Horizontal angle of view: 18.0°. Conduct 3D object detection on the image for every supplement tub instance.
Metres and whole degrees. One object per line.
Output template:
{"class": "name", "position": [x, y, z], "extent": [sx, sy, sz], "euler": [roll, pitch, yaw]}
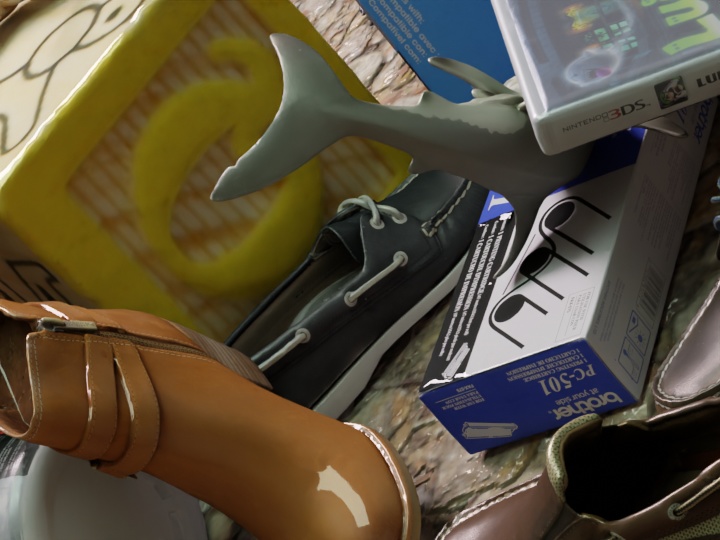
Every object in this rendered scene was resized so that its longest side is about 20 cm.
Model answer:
{"class": "supplement tub", "position": [-0.180, 0.147, 1.102], "extent": [0.199, 0.123, 0.123], "euler": [-22, 32, 40]}

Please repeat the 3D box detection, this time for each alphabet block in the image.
{"class": "alphabet block", "position": [-0.116, -0.045, 1.223], "extent": [0.196, 0.196, 0.200], "euler": [-54, 26, -18]}

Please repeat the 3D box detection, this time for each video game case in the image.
{"class": "video game case", "position": [0.143, -0.134, 0.955], "extent": [0.181, 0.023, 0.200], "euler": [-20, 33, 6]}

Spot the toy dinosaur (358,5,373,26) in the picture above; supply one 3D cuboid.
{"class": "toy dinosaur", "position": [0.036, -0.204, 1.429], "extent": [0.088, 0.048, 0.200], "euler": [-22, 27, 19]}

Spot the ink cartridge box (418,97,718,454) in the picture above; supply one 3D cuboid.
{"class": "ink cartridge box", "position": [0.097, -0.013, 1.030], "extent": [0.094, 0.044, 0.200], "euler": [-21, 32, 37]}

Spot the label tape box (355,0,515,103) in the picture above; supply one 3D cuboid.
{"class": "label tape box", "position": [0.028, -0.149, 1.153], "extent": [0.063, 0.144, 0.200], "euler": [-39, 2, 6]}

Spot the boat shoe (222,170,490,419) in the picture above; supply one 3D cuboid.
{"class": "boat shoe", "position": [0.000, 0.000, 1.136], "extent": [0.200, 0.060, 0.074], "euler": [-49, 25, -11]}

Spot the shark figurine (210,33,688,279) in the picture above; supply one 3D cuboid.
{"class": "shark figurine", "position": [0.049, -0.041, 0.974], "extent": [0.128, 0.214, 0.090], "euler": [25, 109, 36]}

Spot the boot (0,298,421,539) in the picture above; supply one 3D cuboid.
{"class": "boot", "position": [-0.079, 0.076, 0.984], "extent": [0.200, 0.154, 0.074], "euler": [32, 101, 46]}

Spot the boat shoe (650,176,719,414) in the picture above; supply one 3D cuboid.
{"class": "boat shoe", "position": [0.174, -0.019, 0.889], "extent": [0.200, 0.072, 0.072], "euler": [-49, 24, -12]}

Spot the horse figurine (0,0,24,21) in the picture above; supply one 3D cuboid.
{"class": "horse figurine", "position": [-0.195, -0.156, 1.219], "extent": [0.200, 0.050, 0.133], "euler": [-38, 12, 26]}

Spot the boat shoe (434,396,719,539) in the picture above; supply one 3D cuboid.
{"class": "boat shoe", "position": [0.094, 0.082, 0.847], "extent": [0.202, 0.075, 0.075], "euler": [-21, 33, 40]}
